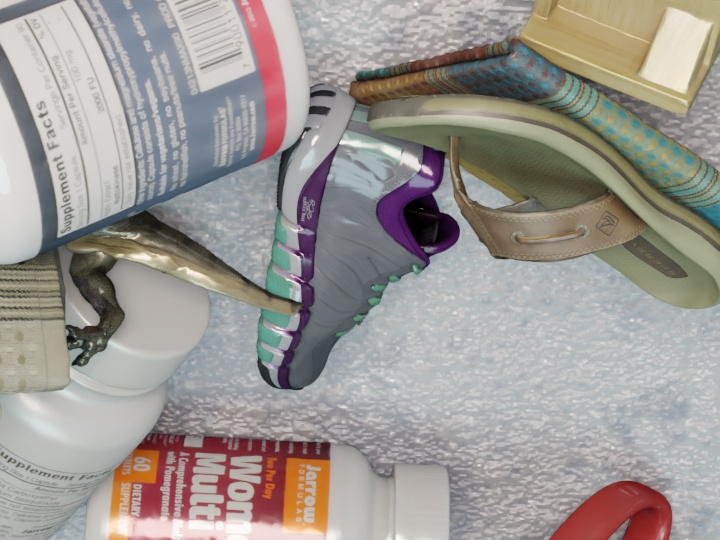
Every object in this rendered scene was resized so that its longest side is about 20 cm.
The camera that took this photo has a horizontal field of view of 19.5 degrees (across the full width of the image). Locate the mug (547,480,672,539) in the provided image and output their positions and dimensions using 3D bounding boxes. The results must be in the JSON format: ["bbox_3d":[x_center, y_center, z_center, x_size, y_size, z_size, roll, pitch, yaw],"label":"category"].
[{"bbox_3d":[0.106,0.218,1.195,0.133,0.179,0.199,-14,171,35],"label":"mug"}]

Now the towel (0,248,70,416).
[{"bbox_3d":[-0.228,-0.027,0.906,0.199,0.194,0.035,-1,156,-23],"label":"towel"}]

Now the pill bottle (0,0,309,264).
[{"bbox_3d":[-0.133,-0.071,0.873,0.199,0.120,0.120,-24,143,-21],"label":"pill bottle"}]

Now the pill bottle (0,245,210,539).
[{"bbox_3d":[-0.164,0.060,1.084,0.114,0.115,0.200,24,133,-23],"label":"pill bottle"}]

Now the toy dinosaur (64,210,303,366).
[{"bbox_3d":[-0.130,-0.012,0.979,0.199,0.088,0.048,34,150,4],"label":"toy dinosaur"}]

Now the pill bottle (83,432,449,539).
[{"bbox_3d":[-0.052,0.150,1.182,0.198,0.110,0.110,3,138,-1],"label":"pill bottle"}]

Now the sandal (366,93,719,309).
[{"bbox_3d":[0.089,-0.023,0.932,0.200,0.058,0.080,30,164,-26],"label":"sandal"}]

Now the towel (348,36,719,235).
[{"bbox_3d":[0.107,-0.048,0.976,0.199,0.022,0.146,30,163,-26],"label":"towel"}]

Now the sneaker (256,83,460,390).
[{"bbox_3d":[0.000,0.000,1.028,0.087,0.075,0.201,15,141,5],"label":"sneaker"}]

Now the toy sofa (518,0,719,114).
[{"bbox_3d":[0.131,-0.173,0.856,0.082,0.098,0.201,22,140,12],"label":"toy sofa"}]
